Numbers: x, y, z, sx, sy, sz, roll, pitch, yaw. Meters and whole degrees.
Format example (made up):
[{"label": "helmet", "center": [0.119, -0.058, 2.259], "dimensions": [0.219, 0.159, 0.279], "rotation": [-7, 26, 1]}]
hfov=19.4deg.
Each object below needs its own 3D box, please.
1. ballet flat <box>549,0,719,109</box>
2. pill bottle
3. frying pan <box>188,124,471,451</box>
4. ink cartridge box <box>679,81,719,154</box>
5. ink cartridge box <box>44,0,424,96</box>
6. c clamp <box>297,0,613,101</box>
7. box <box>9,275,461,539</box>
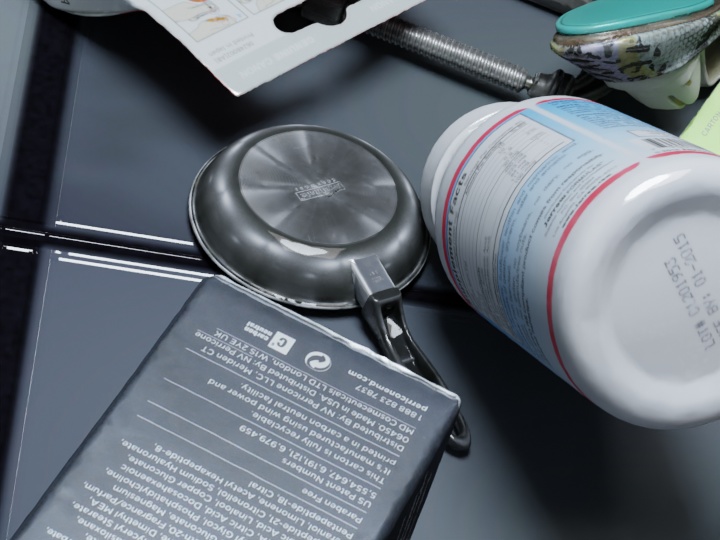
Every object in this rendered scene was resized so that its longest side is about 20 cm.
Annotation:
[{"label": "ballet flat", "center": [0.163, -0.120, 1.071], "dimensions": [0.072, 0.072, 0.200], "rotation": [36, 39, 17]}, {"label": "pill bottle", "center": [0.096, -0.013, 0.889], "dimensions": [0.109, 0.109, 0.200], "rotation": [-2, 15, -18]}, {"label": "frying pan", "center": [-0.017, -0.002, 0.952], "dimensions": [0.115, 0.031, 0.190], "rotation": [2, 46, -14]}, {"label": "ink cartridge box", "center": [0.278, -0.073, 1.030], "dimensions": [0.200, 0.076, 0.148], "rotation": [34, 75, 14]}, {"label": "ink cartridge box", "center": [-0.076, -0.161, 1.060], "dimensions": [0.200, 0.047, 0.160], "rotation": [42, 51, 22]}, {"label": "c clamp", "center": [0.045, -0.126, 1.084], "dimensions": [0.200, 0.027, 0.171], "rotation": [18, 41, 2]}, {"label": "box", "center": [-0.063, 0.130, 0.736], "dimensions": [0.107, 0.149, 0.200], "rotation": [26, 47, 8]}]
